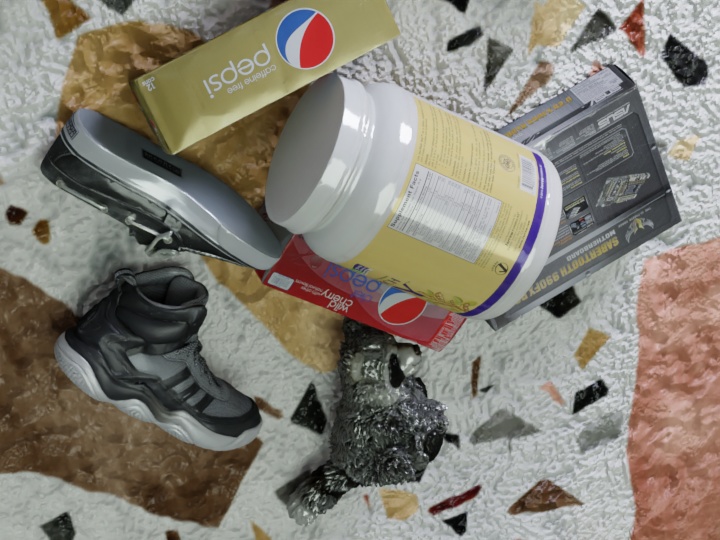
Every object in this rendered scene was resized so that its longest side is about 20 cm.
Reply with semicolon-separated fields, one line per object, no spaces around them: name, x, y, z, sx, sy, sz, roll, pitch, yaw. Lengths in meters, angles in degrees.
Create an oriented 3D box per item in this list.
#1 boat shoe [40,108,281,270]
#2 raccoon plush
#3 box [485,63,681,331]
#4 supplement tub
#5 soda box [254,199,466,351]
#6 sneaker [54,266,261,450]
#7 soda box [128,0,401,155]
boat shoe;-0.155;-0.046;1.490;0.198;0.074;0.068;29;115;-25
raccoon plush;-0.017;0.135;1.673;0.200;0.097;0.134;-44;120;6
box;0.167;-0.062;1.658;0.199;0.048;0.159;-30;128;-4
supplement tub;0.041;-0.058;1.495;0.199;0.146;0.146;22;109;-23
soda box;0.000;0.000;1.603;0.199;0.070;0.064;23;110;-34
sneaker;-0.142;0.069;1.566;0.199;0.076;0.114;26;109;-33
soda box;-0.074;-0.161;1.456;0.199;0.068;0.064;-29;99;-7
